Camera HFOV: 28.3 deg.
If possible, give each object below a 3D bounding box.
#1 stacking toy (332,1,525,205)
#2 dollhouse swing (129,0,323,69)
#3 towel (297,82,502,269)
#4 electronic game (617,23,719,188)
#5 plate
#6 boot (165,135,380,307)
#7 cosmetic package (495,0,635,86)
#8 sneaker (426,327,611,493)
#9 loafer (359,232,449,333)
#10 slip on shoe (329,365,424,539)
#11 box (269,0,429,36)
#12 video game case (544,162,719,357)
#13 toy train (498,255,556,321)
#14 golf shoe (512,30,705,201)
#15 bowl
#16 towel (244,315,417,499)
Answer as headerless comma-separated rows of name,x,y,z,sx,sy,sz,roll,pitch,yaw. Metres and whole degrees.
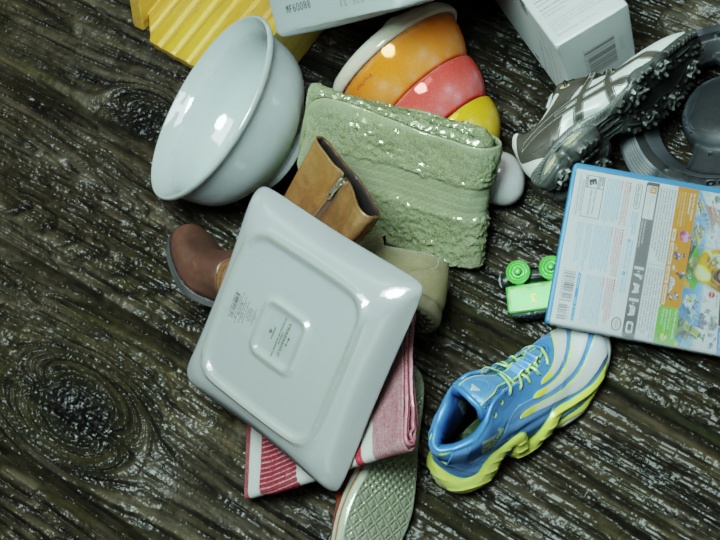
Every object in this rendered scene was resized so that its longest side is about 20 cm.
stacking toy,0.082,-0.139,1.354,0.146,0.146,0.200,-37,80,-2
dollhouse swing,-0.145,-0.318,1.455,0.200,0.176,0.182,31,77,25
towel,0.030,-0.084,1.323,0.200,0.148,0.036,18,33,20
electronic game,0.334,-0.140,1.306,0.200,0.042,0.200,-10,61,20
plate,-0.061,0.056,1.216,0.200,0.032,0.200,33,110,33
boot,-0.085,-0.037,1.282,0.188,0.068,0.200,54,126,37
cosmetic package,0.178,-0.273,1.376,0.081,0.113,0.200,-32,60,0
sneaker,0.134,0.107,1.215,0.200,0.105,0.076,-46,62,-7
loafer,0.000,0.000,1.325,0.200,0.076,0.067,22,61,28
slip on shoe,0.007,0.176,1.251,0.061,0.074,0.200,-10,65,51
box,0.017,-0.337,1.305,0.171,0.199,0.200,-22,14,-35
video game case,0.270,-0.005,1.231,0.200,0.018,0.143,11,83,5
toy train,0.223,0.009,1.273,0.200,0.042,0.056,-8,74,12
golf shoe,0.220,-0.157,1.298,0.200,0.078,0.094,-42,51,-2
bowl,-0.113,-0.140,1.389,0.201,0.090,0.201,-39,36,37
towel,-0.027,0.114,1.255,0.200,0.023,0.144,-24,53,39
